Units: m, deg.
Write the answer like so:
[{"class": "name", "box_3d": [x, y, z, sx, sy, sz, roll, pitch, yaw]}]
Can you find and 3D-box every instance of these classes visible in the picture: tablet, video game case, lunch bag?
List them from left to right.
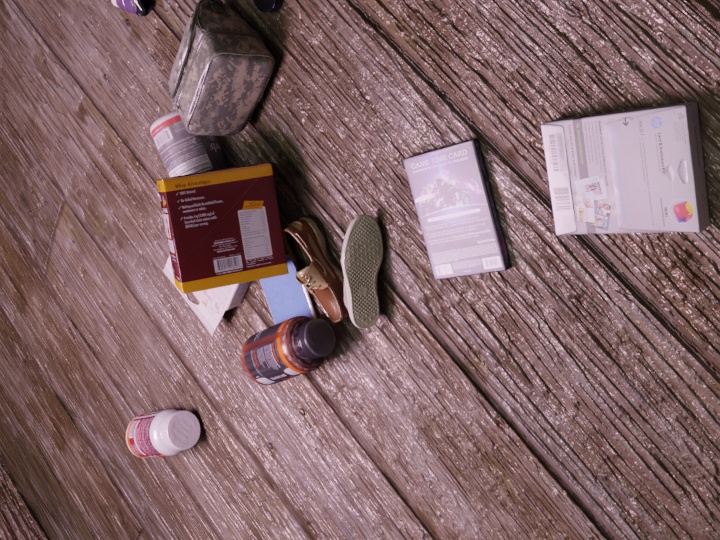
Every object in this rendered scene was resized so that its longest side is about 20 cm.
[{"class": "lunch bag", "box_3d": [-0.265, -0.363, 1.510, 0.169, 0.138, 0.201, 61, 138, 30]}, {"class": "tablet", "box_3d": [-0.135, 0.072, 1.639, 0.129, 0.014, 0.202, -14, 95, 46]}, {"class": "video game case", "box_3d": [0.147, -0.090, 1.298, 0.142, 0.019, 0.202, -9, 99, 45]}]

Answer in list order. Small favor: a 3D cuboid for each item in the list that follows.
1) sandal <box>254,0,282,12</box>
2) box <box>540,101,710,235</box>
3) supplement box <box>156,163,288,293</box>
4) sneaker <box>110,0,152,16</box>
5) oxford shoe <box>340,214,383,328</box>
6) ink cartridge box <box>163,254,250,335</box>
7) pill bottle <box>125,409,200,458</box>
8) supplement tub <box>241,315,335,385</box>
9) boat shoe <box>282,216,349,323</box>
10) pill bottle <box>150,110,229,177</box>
[{"class": "sandal", "box_3d": [-0.173, -0.538, 1.407, 0.076, 0.043, 0.202, 0, 106, 44]}, {"class": "box", "box_3d": [0.338, -0.126, 1.082, 0.199, 0.041, 0.158, 0, 107, 45]}, {"class": "supplement box", "box_3d": [-0.252, -0.081, 1.524, 0.133, 0.195, 0.202, -163, 63, -71]}, {"class": "sneaker", "box_3d": [-0.424, -0.594, 1.623, 0.087, 0.076, 0.201, 28, 129, 15]}, {"class": "oxford shoe", "box_3d": [0.000, 0.000, 1.447, 0.058, 0.074, 0.202, -125, 32, -68]}, {"class": "ink cartridge box", "box_3d": [-0.327, 0.006, 1.775, 0.200, 0.045, 0.177, 49, 132, 19]}, {"class": "pill bottle", "box_3d": [-0.477, 0.394, 2.031, 0.199, 0.109, 0.111, -17, 94, 46]}, {"class": "supplement tub", "box_3d": [-0.133, 0.148, 1.582, 0.199, 0.106, 0.108, -24, 89, 47]}, {"class": "boat shoe", "box_3d": [-0.086, 0.003, 1.520, 0.075, 0.074, 0.202, -29, 85, 46]}, {"class": "pill bottle", "box_3d": [-0.319, -0.206, 1.632, 0.115, 0.115, 0.202, -24, 90, 46]}]
